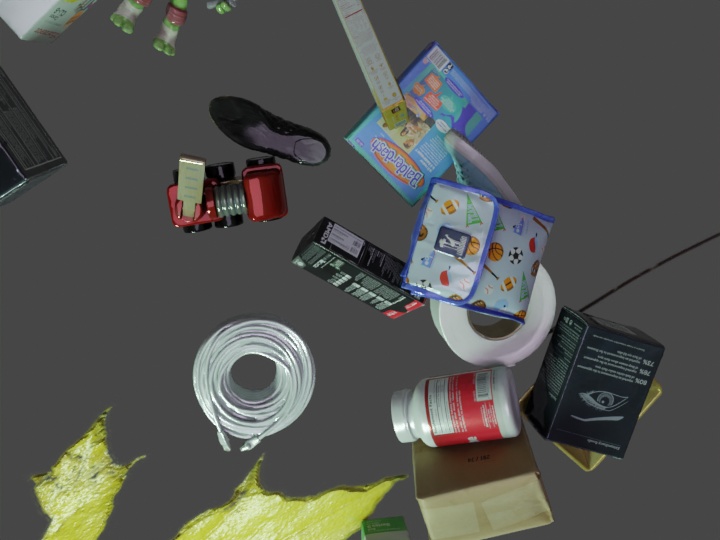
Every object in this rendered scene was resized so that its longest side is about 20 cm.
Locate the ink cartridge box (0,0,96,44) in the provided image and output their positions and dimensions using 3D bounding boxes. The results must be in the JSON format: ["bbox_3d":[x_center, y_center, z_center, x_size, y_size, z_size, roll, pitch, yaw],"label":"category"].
[{"bbox_3d":[-0.415,-0.425,0.992,0.199,0.145,0.145,-40,105,4],"label":"ink cartridge box"}]

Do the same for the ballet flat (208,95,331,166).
[{"bbox_3d":[-0.139,-0.208,1.135,0.197,0.057,0.067,24,98,-5],"label":"ballet flat"}]

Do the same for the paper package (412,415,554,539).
[{"bbox_3d":[0.192,0.336,1.211,0.196,0.191,0.105,-16,109,8],"label":"paper package"}]

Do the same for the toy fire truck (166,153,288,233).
[{"bbox_3d":[-0.194,-0.115,1.064,0.172,0.200,0.131,-8,105,-5],"label":"toy fire truck"}]

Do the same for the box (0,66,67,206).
[{"bbox_3d":[-0.525,-0.187,1.004,0.122,0.199,0.202,-31,105,3],"label":"box"}]

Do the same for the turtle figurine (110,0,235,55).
[{"bbox_3d":[-0.247,-0.391,1.011,0.200,0.143,0.195,46,113,19],"label":"turtle figurine"}]

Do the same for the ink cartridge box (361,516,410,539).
[{"bbox_3d":[0.052,0.534,1.246,0.082,0.200,0.149,-2,103,-6],"label":"ink cartridge box"}]

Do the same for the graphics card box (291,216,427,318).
[{"bbox_3d":[0.000,0.000,1.155,0.198,0.125,0.052,28,69,-12],"label":"graphics card box"}]

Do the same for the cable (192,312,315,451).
[{"bbox_3d":[-0.170,0.168,1.202,0.197,0.069,0.203,-26,104,-2],"label":"cable"}]

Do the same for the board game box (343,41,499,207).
[{"bbox_3d":[0.094,-0.226,1.158,0.152,0.045,0.200,43,94,-15],"label":"board game box"}]

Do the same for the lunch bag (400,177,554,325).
[{"bbox_3d":[0.165,-0.028,1.085,0.197,0.124,0.173,17,91,-24],"label":"lunch bag"}]

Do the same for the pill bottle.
[{"bbox_3d":[0.155,0.226,1.215,0.196,0.112,0.114,-12,105,18],"label":"pill bottle"}]

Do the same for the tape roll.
[{"bbox_3d":[0.217,0.055,1.226,0.198,0.071,0.207,-2,103,-8],"label":"tape roll"}]

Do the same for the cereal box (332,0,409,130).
[{"bbox_3d":[0.012,-0.308,1.051,0.039,0.144,0.203,-24,87,7],"label":"cereal box"}]

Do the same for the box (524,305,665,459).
[{"bbox_3d":[0.376,0.182,1.211,0.145,0.104,0.203,16,101,-11],"label":"box"}]

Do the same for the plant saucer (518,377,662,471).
[{"bbox_3d":[0.391,0.216,1.299,0.199,0.048,0.201,40,94,-14],"label":"plant saucer"}]

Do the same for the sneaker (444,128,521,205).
[{"bbox_3d":[0.176,-0.132,1.152,0.082,0.074,0.200,-43,127,8],"label":"sneaker"}]
